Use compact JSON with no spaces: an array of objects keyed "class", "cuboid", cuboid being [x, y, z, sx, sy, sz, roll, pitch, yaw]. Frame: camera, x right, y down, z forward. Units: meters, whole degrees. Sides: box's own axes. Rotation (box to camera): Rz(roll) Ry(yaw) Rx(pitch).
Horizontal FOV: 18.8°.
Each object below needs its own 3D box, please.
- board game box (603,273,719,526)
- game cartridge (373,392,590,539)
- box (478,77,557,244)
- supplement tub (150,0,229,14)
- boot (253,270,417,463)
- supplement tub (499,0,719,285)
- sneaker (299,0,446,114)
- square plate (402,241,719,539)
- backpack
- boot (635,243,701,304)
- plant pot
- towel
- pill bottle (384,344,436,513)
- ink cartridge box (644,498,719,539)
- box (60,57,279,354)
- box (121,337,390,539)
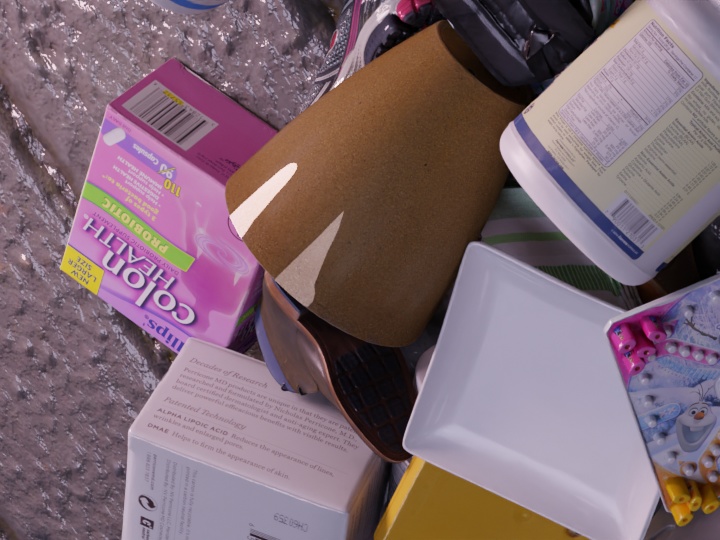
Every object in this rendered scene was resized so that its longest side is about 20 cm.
[{"class":"board game box","cuboid":[0.290,0.077,1.541,0.199,0.026,0.201,-22,128,2]},{"class":"game cartridge","cuboid":[0.128,0.188,1.742,0.199,0.032,0.177,19,114,-17]},{"class":"box","cuboid":[0.106,-0.095,1.670,0.110,0.035,0.200,46,135,2]},{"class":"supplement tub","cuboid":[-0.084,-0.281,1.618,0.199,0.132,0.132,-20,106,44]},{"class":"boot","cuboid":[-0.021,0.078,1.771,0.201,0.074,0.097,60,152,13]},{"class":"supplement tub","cuboid":[0.208,-0.104,1.465,0.200,0.145,0.145,-44,89,11]},{"class":"sneaker","cuboid":[0.007,-0.167,1.677,0.200,0.080,0.075,-52,55,44]},{"class":"square plate","cuboid":[0.147,0.093,1.615,0.199,0.028,0.199,25,123,12]},{"class":"backpack","cuboid":[0.108,-0.234,1.512,0.167,0.127,0.200,-27,100,50]},{"class":"boot","cuboid":[0.210,0.031,1.657,0.200,0.074,0.155,45,142,10]},{"class":"plant pot","cuboid":[0.030,-0.080,1.598,0.186,0.186,0.200,42,114,5]},{"class":"towel","cuboid":[0.158,0.020,1.640,0.152,0.023,0.201,-3,119,58]},{"class":"pill bottle","cuboid":[0.082,0.162,1.807,0.113,0.114,0.201,24,130,21]},{"class":"ink cartridge box","cuboid":[0.283,0.299,1.727,0.082,0.146,0.201,-4,116,37]},{"class":"box","cuboid":[-0.142,-0.043,1.846,0.176,0.097,0.201,35,134,12]},{"class":"box","cuboid":[-0.088,0.195,1.834,0.199,0.131,0.200,19,131,11]}]
